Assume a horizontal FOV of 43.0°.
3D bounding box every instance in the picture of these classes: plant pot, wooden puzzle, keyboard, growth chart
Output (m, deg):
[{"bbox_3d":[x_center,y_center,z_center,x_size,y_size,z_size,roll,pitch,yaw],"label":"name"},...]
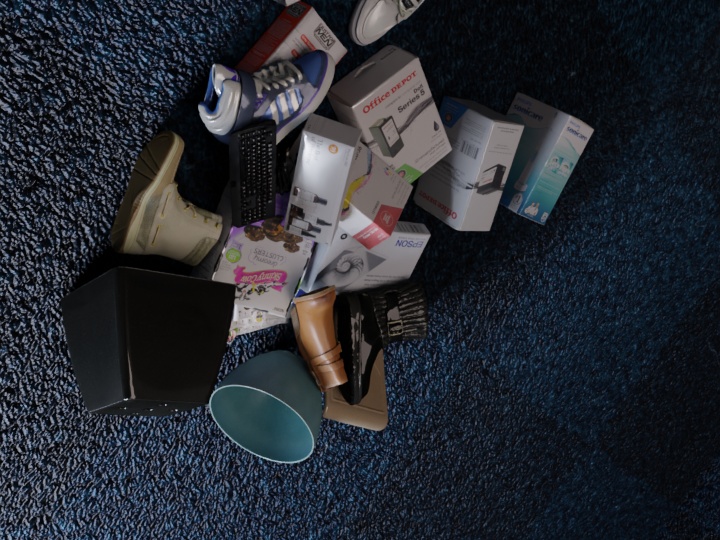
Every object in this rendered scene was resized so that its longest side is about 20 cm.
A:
[{"bbox_3d":[-0.147,0.221,1.608,0.135,0.198,0.202,-61,146,-42],"label":"plant pot"},{"bbox_3d":[-0.315,0.117,1.348,0.198,0.199,0.180,11,69,-40],"label":"plant pot"},{"bbox_3d":[-0.015,0.186,1.702,0.184,0.037,0.203,24,60,-48],"label":"wooden puzzle"},{"bbox_3d":[-0.139,-0.135,1.340,0.103,0.040,0.201,-25,150,-22],"label":"keyboard"},{"bbox_3d":[-0.172,0.050,1.587,0.198,0.018,0.146,-18,124,-30],"label":"growth chart"}]

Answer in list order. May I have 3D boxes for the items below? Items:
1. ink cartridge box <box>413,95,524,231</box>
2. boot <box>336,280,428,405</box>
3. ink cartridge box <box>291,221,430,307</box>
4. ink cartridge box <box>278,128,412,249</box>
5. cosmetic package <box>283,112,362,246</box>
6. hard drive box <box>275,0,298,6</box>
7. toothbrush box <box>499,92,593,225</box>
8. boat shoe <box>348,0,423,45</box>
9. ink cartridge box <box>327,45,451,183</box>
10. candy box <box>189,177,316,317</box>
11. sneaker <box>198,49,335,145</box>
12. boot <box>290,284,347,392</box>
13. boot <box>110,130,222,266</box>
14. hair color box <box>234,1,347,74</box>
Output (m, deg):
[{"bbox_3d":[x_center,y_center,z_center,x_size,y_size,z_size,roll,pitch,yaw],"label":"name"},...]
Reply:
[{"bbox_3d":[0.189,-0.190,1.630,0.083,0.145,0.202,0,115,-37],"label":"ink cartridge box"},{"bbox_3d":[0.041,0.128,1.605,0.156,0.079,0.214,-6,110,-26],"label":"boot"},{"bbox_3d":[0.000,0.000,1.588,0.197,0.041,0.201,3,128,-32],"label":"ink cartridge box"},{"bbox_3d":[-0.023,-0.144,1.470,0.199,0.067,0.117,37,54,-17],"label":"ink cartridge box"},{"bbox_3d":[-0.059,-0.132,1.372,0.081,0.051,0.201,16,134,1],"label":"cosmetic package"},{"bbox_3d":[-0.060,-0.497,1.311,0.199,0.077,0.157,-31,131,-19],"label":"hard drive box"},{"bbox_3d":[0.320,-0.212,1.717,0.085,0.146,0.202,15,104,-42],"label":"toothbrush box"},{"bbox_3d":[0.062,-0.436,1.444,0.201,0.067,0.073,-51,133,-1],"label":"boat shoe"},{"bbox_3d":[0.051,-0.249,1.533,0.145,0.084,0.201,-39,132,-12],"label":"ink cartridge box"},{"bbox_3d":[-0.164,-0.041,1.489,0.167,0.071,0.202,17,99,-40],"label":"candy box"},{"bbox_3d":[-0.140,-0.264,1.297,0.200,0.081,0.146,-47,139,5],"label":"sneaker"},{"bbox_3d":[-0.058,0.115,1.520,0.073,0.156,0.200,-17,168,-15],"label":"boot"},{"bbox_3d":[-0.273,-0.104,1.383,0.153,0.072,0.202,13,112,-40],"label":"boot"},{"bbox_3d":[-0.124,-0.299,1.389,0.200,0.061,0.101,-49,133,-2],"label":"hair color box"}]
